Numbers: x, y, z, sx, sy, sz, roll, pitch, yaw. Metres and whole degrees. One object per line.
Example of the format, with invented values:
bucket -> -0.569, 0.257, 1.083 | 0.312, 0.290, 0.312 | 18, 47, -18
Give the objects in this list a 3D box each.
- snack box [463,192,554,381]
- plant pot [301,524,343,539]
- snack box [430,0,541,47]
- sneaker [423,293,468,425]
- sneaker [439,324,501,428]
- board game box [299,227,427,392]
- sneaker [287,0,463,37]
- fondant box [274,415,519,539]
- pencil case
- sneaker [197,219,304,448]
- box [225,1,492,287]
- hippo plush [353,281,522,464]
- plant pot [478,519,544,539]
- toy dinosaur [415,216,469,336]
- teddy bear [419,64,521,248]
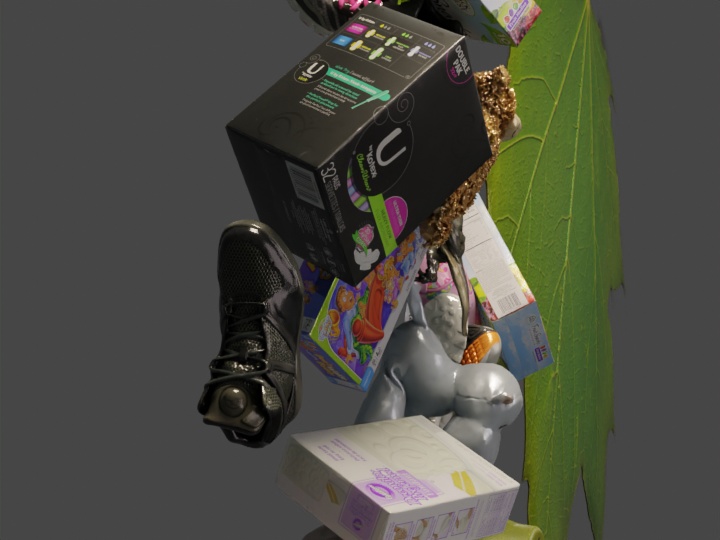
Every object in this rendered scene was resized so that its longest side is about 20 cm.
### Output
snack box -> 0.165, 0.014, 1.934 | 0.201, 0.067, 0.169 | 63, -1, 32
plant pot -> 0.017, 0.333, 1.522 | 0.200, 0.198, 0.176 | -22, 94, -69
snack box -> 0.067, -0.294, 1.529 | 0.142, 0.199, 0.053 | 41, 77, -37
sneaker -> 0.076, 0.121, 1.798 | 0.080, 0.076, 0.202 | -9, 119, -78
sneaker -> 0.139, 0.132, 1.853 | 0.201, 0.091, 0.076 | 118, -31, -50
board game box -> 0.000, 0.000, 1.528 | 0.135, 0.044, 0.202 | 47, 61, -53
sneaker -> 0.019, -0.253, 1.485 | 0.199, 0.087, 0.074 | 30, 62, -21
fondant box -> 0.038, 0.207, 1.490 | 0.199, 0.144, 0.059 | -4, 118, -47
pencil case -> 0.101, 0.059, 1.872 | 0.201, 0.086, 0.088 | 73, 26, -46
sneaker -> -0.093, 0.063, 1.313 | 0.114, 0.075, 0.202 | -61, 153, -65
box -> 0.003, -0.117, 1.398 | 0.200, 0.124, 0.149 | -43, 139, -25
hippo plush -> 0.096, 0.134, 1.674 | 0.159, 0.159, 0.202 | 27, 83, -82
plant pot -> 0.106, 0.346, 1.731 | 0.200, 0.191, 0.203 | 1, 90, -71
toy dinosaur -> 0.092, -0.025, 1.717 | 0.088, 0.047, 0.202 | -4, 87, -57
teddy bear -> 0.111, -0.111, 1.544 | 0.200, 0.066, 0.146 | -58, 162, -48
